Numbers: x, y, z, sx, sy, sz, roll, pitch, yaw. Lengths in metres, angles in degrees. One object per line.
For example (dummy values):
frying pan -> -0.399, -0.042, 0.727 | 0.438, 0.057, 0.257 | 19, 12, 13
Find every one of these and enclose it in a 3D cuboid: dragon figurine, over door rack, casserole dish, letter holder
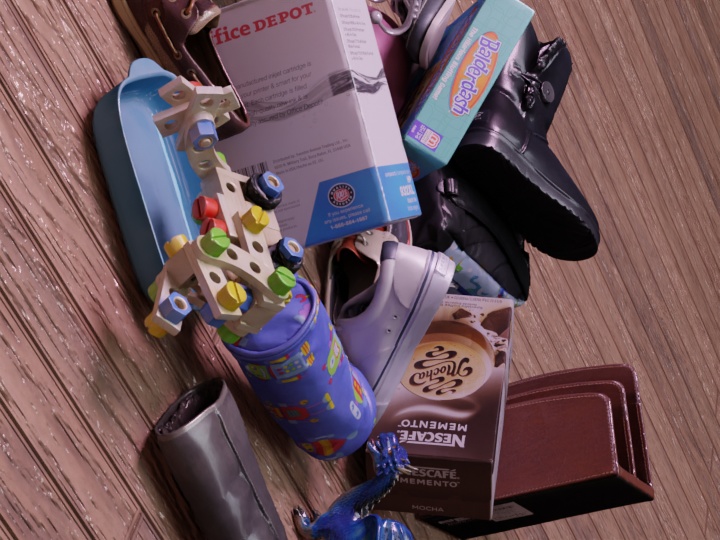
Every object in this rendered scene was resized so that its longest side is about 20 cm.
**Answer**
dragon figurine -> 0.005, 0.228, 1.541 | 0.059, 0.099, 0.201 | 30, 50, -57
over door rack -> 0.035, -0.318, 1.616 | 0.066, 0.201, 0.148 | 13, 28, -21
casserole dish -> -0.148, -0.057, 1.444 | 0.121, 0.039, 0.201 | -27, 101, -66
letter holder -> 0.156, 0.154, 1.793 | 0.100, 0.199, 0.143 | 34, 46, -56

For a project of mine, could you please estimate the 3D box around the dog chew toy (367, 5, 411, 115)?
dog chew toy -> -0.010, -0.183, 1.733 | 0.200, 0.124, 0.125 | -53, 125, -71

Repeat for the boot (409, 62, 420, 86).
boot -> 0.112, -0.145, 1.870 | 0.074, 0.153, 0.204 | -54, 170, -10

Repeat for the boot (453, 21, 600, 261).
boot -> 0.175, -0.128, 1.817 | 0.200, 0.076, 0.169 | 41, 54, -32

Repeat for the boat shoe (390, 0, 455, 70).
boat shoe -> 0.048, -0.230, 1.702 | 0.200, 0.061, 0.073 | -76, -170, -68

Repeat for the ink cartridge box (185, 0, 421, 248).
ink cartridge box -> -0.051, -0.120, 1.560 | 0.084, 0.144, 0.201 | -15, 90, -67

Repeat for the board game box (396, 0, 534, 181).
board game box -> 0.073, -0.153, 1.672 | 0.045, 0.153, 0.200 | 32, -8, -6

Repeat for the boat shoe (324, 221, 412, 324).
boat shoe -> 0.000, 0.000, 1.706 | 0.063, 0.071, 0.201 | 41, 45, -48

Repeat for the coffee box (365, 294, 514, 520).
coffee box -> 0.072, 0.117, 1.715 | 0.201, 0.112, 0.080 | -79, 171, -46

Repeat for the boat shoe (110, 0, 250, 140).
boat shoe -> -0.139, -0.194, 1.499 | 0.072, 0.072, 0.201 | -38, 112, -64

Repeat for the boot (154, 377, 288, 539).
boot -> -0.091, 0.198, 1.383 | 0.182, 0.072, 0.201 | -81, 157, -68

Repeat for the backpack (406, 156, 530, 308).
backpack -> 0.087, -0.034, 1.847 | 0.199, 0.153, 0.164 | 27, 41, -40

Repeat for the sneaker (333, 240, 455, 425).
sneaker -> 0.009, 0.058, 1.608 | 0.070, 0.201, 0.073 | 25, 24, -3

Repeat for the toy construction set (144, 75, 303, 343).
toy construction set -> -0.104, -0.035, 1.386 | 0.131, 0.092, 0.201 | 16, 57, -41

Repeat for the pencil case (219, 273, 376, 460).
pencil case -> -0.045, 0.073, 1.503 | 0.200, 0.078, 0.087 | 61, 41, -57
